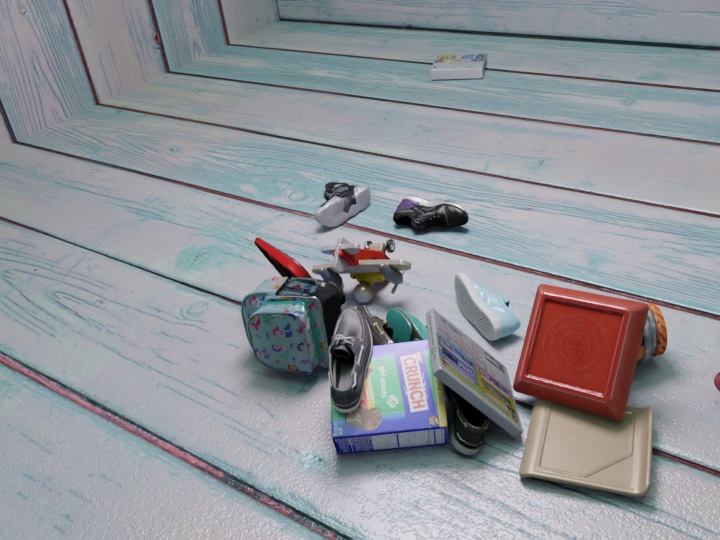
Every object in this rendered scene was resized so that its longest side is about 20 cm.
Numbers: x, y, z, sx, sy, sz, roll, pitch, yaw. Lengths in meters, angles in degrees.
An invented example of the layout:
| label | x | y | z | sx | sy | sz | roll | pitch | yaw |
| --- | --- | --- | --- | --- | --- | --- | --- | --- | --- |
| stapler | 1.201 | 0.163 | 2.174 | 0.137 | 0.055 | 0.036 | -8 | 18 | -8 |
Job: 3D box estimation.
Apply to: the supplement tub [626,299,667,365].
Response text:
| label | x | y | z | sx | sy | sz | roll | pitch | yaw |
| --- | --- | --- | --- | --- | --- | --- | --- | --- | --- |
| supplement tub | 0.447 | 0.121 | 1.355 | 0.197 | 0.124 | 0.123 | -8 | 33 | 0 |

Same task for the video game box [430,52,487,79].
| label | x | y | z | sx | sy | sz | roll | pitch | yaw |
| --- | --- | --- | --- | --- | --- | --- | --- | --- | --- |
| video game box | 0.377 | -0.781 | 2.821 | 0.197 | 0.047 | 0.183 | 3 | 36 | 16 |

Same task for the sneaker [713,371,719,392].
| label | x | y | z | sx | sy | sz | roll | pitch | yaw |
| --- | --- | --- | --- | --- | --- | --- | --- | --- | --- |
| sneaker | 0.691 | 0.177 | 1.266 | 0.197 | 0.082 | 0.075 | -9 | 17 | -15 |

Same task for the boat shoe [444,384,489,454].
| label | x | y | z | sx | sy | sz | roll | pitch | yaw |
| --- | --- | --- | --- | --- | --- | --- | --- | --- | --- |
| boat shoe | 0.189 | 0.226 | 1.292 | 0.071 | 0.061 | 0.202 | 14 | 35 | -9 |

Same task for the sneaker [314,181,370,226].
| label | x | y | z | sx | sy | sz | roll | pitch | yaw |
| --- | --- | --- | --- | --- | --- | --- | --- | --- | --- |
| sneaker | -0.072 | -0.180 | 1.980 | 0.113 | 0.076 | 0.199 | 21 | 37 | 38 |

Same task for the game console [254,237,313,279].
| label | x | y | z | sx | sy | sz | roll | pitch | yaw |
| --- | --- | --- | --- | --- | --- | --- | --- | --- | --- |
| game console | -0.133 | 0.021 | 1.577 | 0.031 | 0.201 | 0.176 | -43 | 42 | -10 |

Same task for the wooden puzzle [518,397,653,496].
| label | x | y | z | sx | sy | sz | roll | pitch | yaw |
| --- | --- | --- | --- | --- | --- | --- | --- | --- | --- |
| wooden puzzle | 0.371 | 0.285 | 1.208 | 0.198 | 0.038 | 0.186 | 2 | 34 | 23 |

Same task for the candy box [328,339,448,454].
| label | x | y | z | sx | sy | sz | roll | pitch | yaw |
| --- | --- | --- | --- | --- | --- | --- | --- | --- | --- |
| candy box | 0.048 | 0.219 | 1.289 | 0.197 | 0.077 | 0.171 | -6 | 55 | 3 |

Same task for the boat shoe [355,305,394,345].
| label | x | y | z | sx | sy | sz | roll | pitch | yaw |
| --- | --- | --- | --- | --- | --- | --- | --- | --- | --- |
| boat shoe | 0.039 | 0.134 | 1.456 | 0.060 | 0.072 | 0.202 | -28 | 41 | 0 |

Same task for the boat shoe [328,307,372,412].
| label | x | y | z | sx | sy | sz | roll | pitch | yaw |
| --- | --- | --- | --- | --- | --- | --- | --- | --- | --- |
| boat shoe | -0.020 | 0.140 | 1.270 | 0.072 | 0.063 | 0.202 | -2 | 53 | 9 |

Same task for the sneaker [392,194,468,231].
| label | x | y | z | sx | sy | sz | roll | pitch | yaw |
| --- | --- | --- | --- | --- | --- | --- | --- | --- | --- |
| sneaker | 0.174 | -0.127 | 1.860 | 0.198 | 0.076 | 0.088 | 12 | 52 | 34 |

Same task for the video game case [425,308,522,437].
| label | x | y | z | sx | sy | sz | roll | pitch | yaw |
| --- | --- | --- | --- | --- | --- | --- | --- | --- | --- |
| video game case | 0.195 | 0.175 | 1.285 | 0.022 | 0.199 | 0.183 | -44 | 20 | 22 |

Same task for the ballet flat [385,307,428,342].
| label | x | y | z | sx | sy | sz | roll | pitch | yaw |
| --- | --- | --- | --- | --- | --- | --- | --- | --- | --- |
| ballet flat | 0.121 | 0.139 | 1.467 | 0.070 | 0.068 | 0.200 | 3 | 25 | -30 |

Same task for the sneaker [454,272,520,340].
| label | x | y | z | sx | sy | sz | roll | pitch | yaw |
| --- | --- | --- | --- | --- | --- | --- | --- | --- | --- |
| sneaker | 0.262 | 0.071 | 1.530 | 0.081 | 0.075 | 0.201 | -9 | 40 | -18 |

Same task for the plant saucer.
| label | x | y | z | sx | sy | sz | roll | pitch | yaw |
| --- | --- | --- | --- | --- | --- | --- | --- | --- | --- |
| plant saucer | 0.369 | 0.131 | 1.263 | 0.198 | 0.037 | 0.202 | 11 | 81 | 35 |

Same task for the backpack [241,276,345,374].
| label | x | y | z | sx | sy | sz | roll | pitch | yaw |
| --- | --- | --- | --- | --- | --- | --- | --- | --- | --- |
| backpack | -0.142 | 0.107 | 1.460 | 0.198 | 0.180 | 0.150 | 8 | 31 | 30 |

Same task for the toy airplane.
| label | x | y | z | sx | sy | sz | roll | pitch | yaw |
| --- | --- | --- | --- | --- | --- | --- | --- | --- | --- |
| toy airplane | 0.000 | 0.000 | 1.623 | 0.196 | 0.143 | 0.200 | -1 | -2 | -11 |
